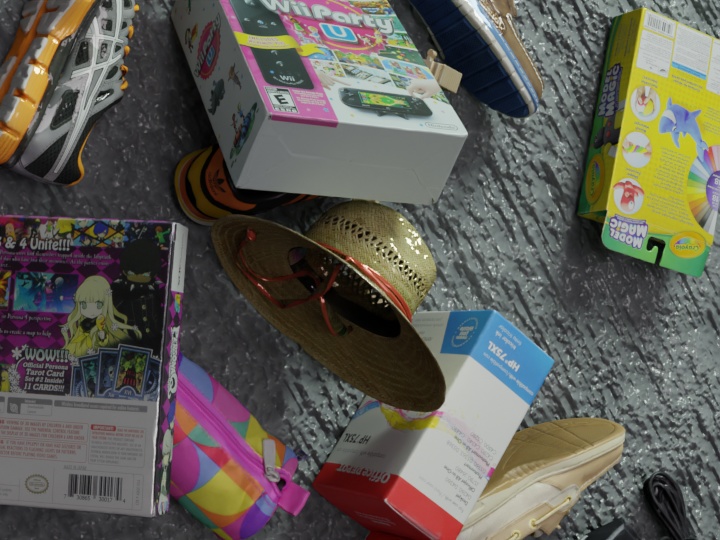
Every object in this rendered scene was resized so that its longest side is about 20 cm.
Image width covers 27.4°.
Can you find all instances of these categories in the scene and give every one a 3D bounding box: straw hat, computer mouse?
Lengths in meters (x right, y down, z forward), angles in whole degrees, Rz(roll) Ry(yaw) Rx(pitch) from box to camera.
[{"bbox_3d":[0.000,0.000,1.015,0.201,0.201,0.085,47,66,-17],"label":"straw hat"},{"bbox_3d":[0.212,0.269,1.196,0.200,0.046,0.141,-34,99,-37],"label":"computer mouse"}]

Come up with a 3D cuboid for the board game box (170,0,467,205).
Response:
[{"bbox_3d":[-0.034,-0.135,1.010,0.147,0.201,0.065,4,129,-28],"label":"board game box"}]

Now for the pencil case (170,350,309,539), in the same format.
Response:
[{"bbox_3d":[-0.125,0.097,1.007,0.200,0.088,0.089,45,69,-17],"label":"pencil case"}]

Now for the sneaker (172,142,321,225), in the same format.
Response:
[{"bbox_3d":[-0.032,-0.084,1.059,0.199,0.090,0.070,-23,98,-27],"label":"sneaker"}]

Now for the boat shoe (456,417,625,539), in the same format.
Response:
[{"bbox_3d":[0.125,0.175,1.145,0.199,0.074,0.070,-21,110,-27],"label":"boat shoe"}]

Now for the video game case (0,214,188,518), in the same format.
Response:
[{"bbox_3d":[-0.212,0.056,0.929,0.198,0.036,0.183,2,85,11],"label":"video game case"}]

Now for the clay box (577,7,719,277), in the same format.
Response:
[{"bbox_3d":[0.248,-0.103,1.231,0.114,0.048,0.202,16,81,-26],"label":"clay box"}]

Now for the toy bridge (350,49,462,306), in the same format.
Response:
[{"bbox_3d":[0.023,-0.064,1.083,0.067,0.027,0.201,11,97,-61],"label":"toy bridge"}]

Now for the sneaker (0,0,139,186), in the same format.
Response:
[{"bbox_3d":[-0.189,-0.148,0.998,0.077,0.078,0.201,35,75,-35],"label":"sneaker"}]

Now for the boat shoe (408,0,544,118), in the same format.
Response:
[{"bbox_3d":[0.087,-0.211,1.139,0.072,0.072,0.200,-44,106,-24],"label":"boat shoe"}]

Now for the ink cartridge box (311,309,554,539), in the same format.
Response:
[{"bbox_3d":[0.042,0.128,1.072,0.067,0.116,0.201,39,70,-21],"label":"ink cartridge box"}]
